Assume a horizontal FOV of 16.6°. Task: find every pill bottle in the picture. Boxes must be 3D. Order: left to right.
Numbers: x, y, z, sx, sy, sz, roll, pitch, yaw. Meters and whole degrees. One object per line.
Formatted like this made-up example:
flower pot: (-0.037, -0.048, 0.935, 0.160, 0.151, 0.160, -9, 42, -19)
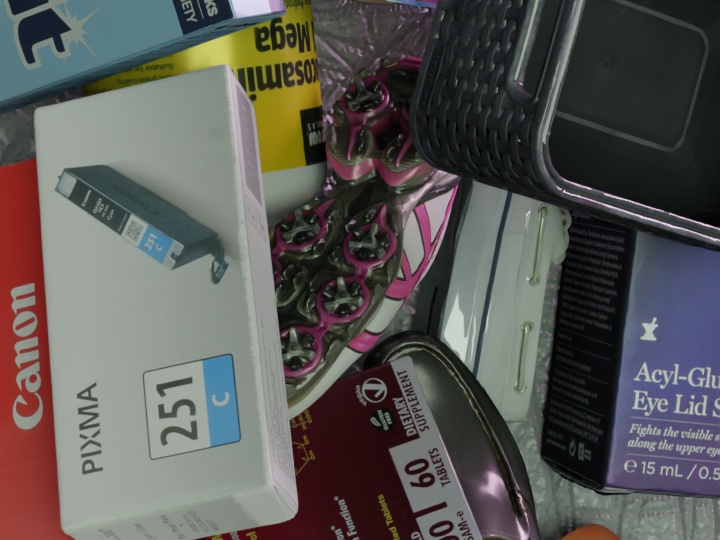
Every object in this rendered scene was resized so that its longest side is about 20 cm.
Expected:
pill bottle: (-0.074, -0.086, 1.167, 0.112, 0.112, 0.201, -8, 97, -13)

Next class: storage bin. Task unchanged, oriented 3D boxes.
storage bin: (0.135, -0.087, 1.083, 0.199, 0.094, 0.136, 15, 91, -36)

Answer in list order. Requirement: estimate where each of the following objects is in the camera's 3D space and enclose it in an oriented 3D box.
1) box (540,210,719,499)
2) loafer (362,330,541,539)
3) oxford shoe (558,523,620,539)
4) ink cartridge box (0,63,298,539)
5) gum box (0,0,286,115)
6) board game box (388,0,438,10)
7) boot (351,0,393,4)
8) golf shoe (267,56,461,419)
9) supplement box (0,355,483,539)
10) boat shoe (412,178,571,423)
box: (0.183, 0.012, 1.245, 0.147, 0.104, 0.201, 4, 94, -14)
loafer: (0.056, 0.123, 1.182, 0.072, 0.072, 0.201, -23, 90, -3)
oxford shoe: (0.076, 0.218, 1.241, 0.200, 0.072, 0.071, -46, 140, -6)
ink cartridge box: (-0.124, 0.025, 1.062, 0.175, 0.045, 0.201, -13, 64, 11)
gum box: (-0.144, -0.167, 1.101, 0.044, 0.199, 0.171, -16, 92, -57)
board game box: (0.033, -0.193, 1.123, 0.199, 0.039, 0.159, 10, 57, -11)
boot: (0.082, -0.166, 1.204, 0.199, 0.107, 0.076, -11, 96, -15)
golf shoe: (0.000, 0.000, 1.126, 0.200, 0.072, 0.092, -59, 150, -33)
supplement box: (-0.053, 0.124, 1.103, 0.199, 0.061, 0.109, -19, 76, -14)
boat shoe: (0.071, -0.019, 1.237, 0.066, 0.074, 0.201, 7, 106, -18)
